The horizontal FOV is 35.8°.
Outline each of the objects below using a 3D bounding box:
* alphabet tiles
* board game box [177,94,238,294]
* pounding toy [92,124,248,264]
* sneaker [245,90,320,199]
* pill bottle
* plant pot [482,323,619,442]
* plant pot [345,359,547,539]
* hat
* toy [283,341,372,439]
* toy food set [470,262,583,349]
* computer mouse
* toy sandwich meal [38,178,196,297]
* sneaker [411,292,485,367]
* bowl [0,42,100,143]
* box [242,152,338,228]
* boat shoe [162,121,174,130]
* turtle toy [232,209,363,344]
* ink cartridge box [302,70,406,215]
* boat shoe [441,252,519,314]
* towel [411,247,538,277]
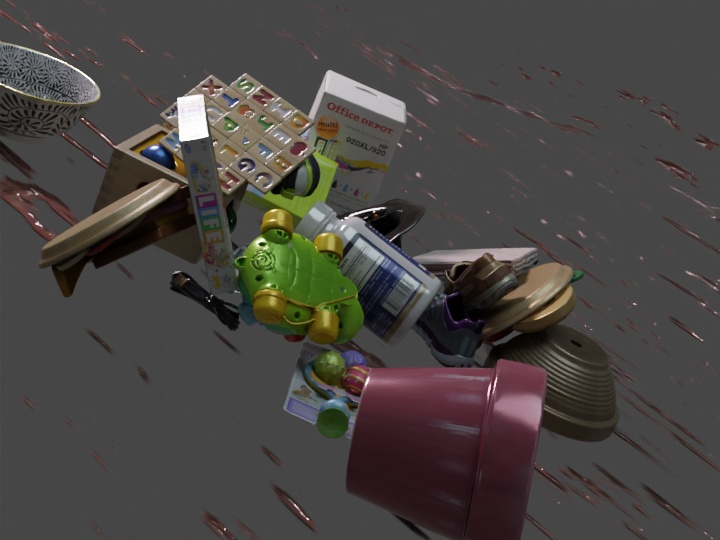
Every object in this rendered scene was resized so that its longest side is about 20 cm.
[{"bbox_3d":[-0.163,-0.182,1.473,0.199,0.006,0.166,36,62,22],"label":"alphabet tiles"},{"bbox_3d":[-0.184,-0.092,1.339,0.034,0.202,0.135,-10,31,-5],"label":"board game box"},{"bbox_3d":[-0.223,-0.119,1.523,0.198,0.143,0.184,26,21,2],"label":"pounding toy"},{"bbox_3d":[-0.130,-0.173,1.497,0.082,0.072,0.200,-13,51,-39],"label":"sneaker"},{"bbox_3d":[0.000,0.000,1.484,0.199,0.111,0.111,38,22,3],"label":"pill bottle"},{"bbox_3d":[0.276,0.138,1.532,0.199,0.093,0.201,22,20,-8],"label":"plant pot"},{"bbox_3d":[0.084,0.178,1.123,0.177,0.202,0.200,11,20,8],"label":"plant pot"},{"bbox_3d":[0.016,-0.034,1.638,0.198,0.082,0.201,-16,18,5],"label":"hat"},{"bbox_3d":[-0.019,0.128,1.297,0.114,0.048,0.200,24,22,-4],"label":"toy"},{"bbox_3d":[0.224,0.051,1.581,0.049,0.199,0.198,57,27,-7],"label":"toy food set"},{"bbox_3d":[-0.154,0.016,1.425,0.109,0.044,0.200,26,27,18],"label":"computer mouse"},{"bbox_3d":[-0.277,-0.038,1.288,0.071,0.204,0.205,61,18,-12],"label":"toy sandwich meal"},{"bbox_3d":[0.108,0.052,1.555,0.074,0.088,0.200,5,29,-40],"label":"sneaker"},{"bbox_3d":[-0.482,-0.243,1.599,0.199,0.095,0.201,21,21,-8],"label":"bowl"},{"bbox_3d":[-0.142,-0.153,1.703,0.199,0.048,0.123,27,61,-16],"label":"box"},{"bbox_3d":[-0.272,-0.173,1.717,0.067,0.073,0.201,-9,35,-3],"label":"boat shoe"},{"bbox_3d":[-0.072,0.028,1.347,0.199,0.101,0.147,24,53,-29],"label":"turtle toy"},{"bbox_3d":[-0.027,-0.199,1.837,0.146,0.202,0.145,20,21,-8],"label":"ink cartridge box"},{"bbox_3d":[0.153,0.020,1.569,0.075,0.200,0.072,-33,89,-26],"label":"boat shoe"},{"bbox_3d":[0.165,-0.010,1.708,0.189,0.033,0.200,-1,5,21],"label":"towel"}]
